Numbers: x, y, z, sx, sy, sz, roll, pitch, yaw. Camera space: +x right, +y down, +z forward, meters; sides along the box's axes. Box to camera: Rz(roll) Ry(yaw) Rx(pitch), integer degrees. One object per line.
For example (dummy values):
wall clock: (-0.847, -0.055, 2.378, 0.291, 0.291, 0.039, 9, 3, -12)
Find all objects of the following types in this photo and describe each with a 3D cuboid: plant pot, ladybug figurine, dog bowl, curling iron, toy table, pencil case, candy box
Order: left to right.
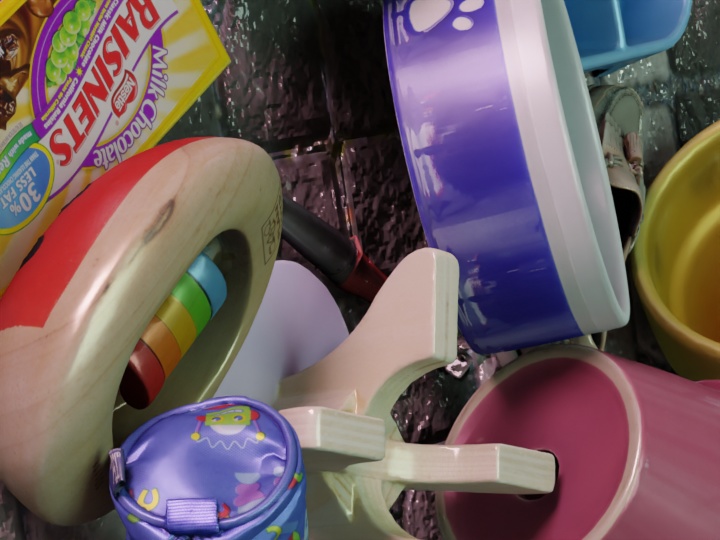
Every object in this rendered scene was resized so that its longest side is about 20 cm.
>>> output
candy box: (-0.134, -0.078, 1.056, 0.200, 0.026, 0.103, -53, 128, -40)
ladybug figurine: (-0.101, 0.017, 1.028, 0.200, 0.071, 0.136, -54, 155, -35)
pencil case: (-0.058, 0.149, 1.023, 0.087, 0.077, 0.201, -71, 162, -50)
toy table: (-0.006, 0.091, 1.121, 0.183, 0.116, 0.202, -2, 86, -51)
curling iron: (0.000, 0.000, 1.197, 0.026, 0.049, 0.200, -54, 131, -6)
dog bowl: (0.075, -0.062, 1.204, 0.200, 0.078, 0.202, -14, 90, -80)
dog bowl: (0.125, -0.163, 1.369, 0.199, 0.049, 0.113, -17, 99, -51)
plant pot: (0.141, 0.131, 1.232, 0.179, 0.199, 0.202, 35, 59, -41)
plant pot: (0.279, 0.029, 1.435, 0.202, 0.199, 0.189, -66, 147, -32)

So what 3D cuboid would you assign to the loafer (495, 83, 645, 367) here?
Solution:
loafer: (0.134, -0.023, 1.351, 0.072, 0.062, 0.201, 49, 50, -36)
